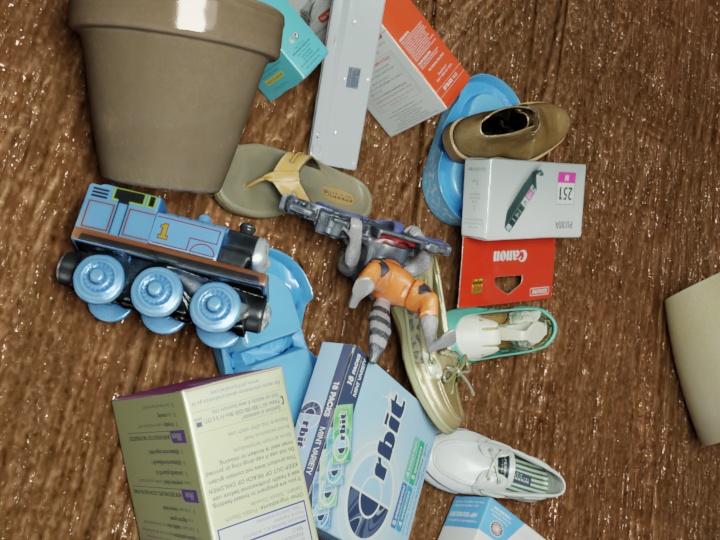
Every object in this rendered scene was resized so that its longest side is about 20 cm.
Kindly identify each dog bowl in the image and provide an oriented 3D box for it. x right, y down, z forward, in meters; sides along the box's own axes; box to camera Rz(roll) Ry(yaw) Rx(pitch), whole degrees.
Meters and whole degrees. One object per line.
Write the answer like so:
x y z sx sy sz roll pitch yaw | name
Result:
-0.094 0.080 0.939 0.111 0.049 0.202 -17 91 -35 | dog bowl
0.137 -0.143 1.149 0.111 0.049 0.202 30 65 -26 | dog bowl

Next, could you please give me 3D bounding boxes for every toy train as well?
-0.172 -0.004 0.852 0.198 0.087 0.115 13 72 0 | toy train

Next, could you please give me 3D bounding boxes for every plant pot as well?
-0.179 -0.165 0.872 0.199 0.200 0.177 5 97 -33 | plant pot
0.511 0.109 1.293 0.186 0.187 0.202 -16 76 -35 | plant pot

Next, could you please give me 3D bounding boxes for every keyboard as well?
-0.015 -0.209 1.006 0.056 0.011 0.202 7 111 -10 | keyboard

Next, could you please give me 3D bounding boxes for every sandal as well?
-0.064 -0.091 0.998 0.198 0.054 0.081 10 75 -33 | sandal

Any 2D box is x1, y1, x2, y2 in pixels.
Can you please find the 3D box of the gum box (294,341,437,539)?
0.002 0.193 0.948 0.200 0.044 0.171 45 56 -49 | gum box

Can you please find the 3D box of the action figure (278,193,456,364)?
0.000 0.000 0.960 0.198 0.194 0.105 18 111 -16 | action figure

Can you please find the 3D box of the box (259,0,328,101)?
-0.129 -0.278 0.974 0.200 0.082 0.049 48 60 -17 | box

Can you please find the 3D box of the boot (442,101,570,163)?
0.195 -0.169 1.119 0.199 0.075 0.074 -16 88 -36 | boot

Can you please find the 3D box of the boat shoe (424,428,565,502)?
0.153 0.223 1.077 0.198 0.067 0.074 16 72 -31 | boat shoe

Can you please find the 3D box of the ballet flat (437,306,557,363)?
0.157 0.073 1.107 0.198 0.070 0.068 -6 87 -34 | ballet flat

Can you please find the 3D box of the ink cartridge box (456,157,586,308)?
0.197 -0.044 1.128 0.199 0.043 0.176 -3 98 -45 | ink cartridge box

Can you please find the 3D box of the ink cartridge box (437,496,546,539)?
0.125 0.367 1.029 0.115 0.068 0.201 39 61 -22 | ink cartridge box

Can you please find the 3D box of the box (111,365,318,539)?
-0.128 0.197 0.824 0.096 0.175 0.202 -10 86 -34 | box

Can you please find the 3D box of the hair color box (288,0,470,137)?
0.018 -0.259 1.053 0.200 0.111 0.064 48 58 -18 | hair color box

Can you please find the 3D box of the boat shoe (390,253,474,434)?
0.080 0.078 1.027 0.073 0.062 0.202 20 51 -70 | boat shoe
